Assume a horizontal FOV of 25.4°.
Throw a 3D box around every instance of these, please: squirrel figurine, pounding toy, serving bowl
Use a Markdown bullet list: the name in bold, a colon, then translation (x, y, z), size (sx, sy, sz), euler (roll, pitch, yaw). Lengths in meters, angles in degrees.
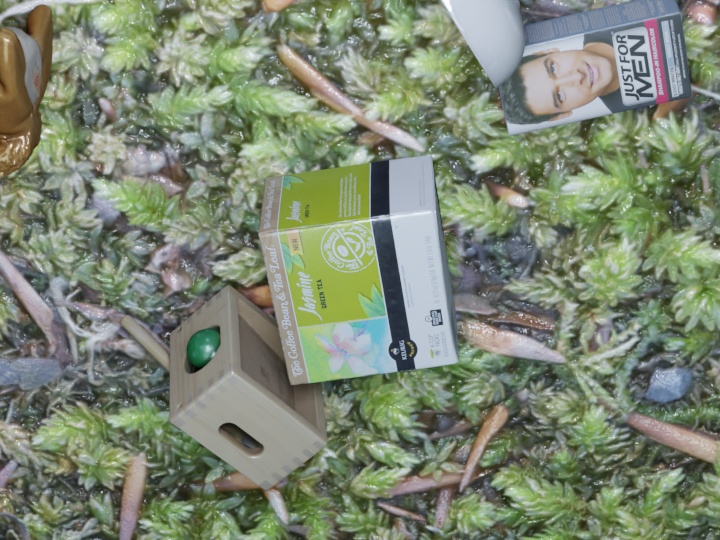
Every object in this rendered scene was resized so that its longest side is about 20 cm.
- **squirrel figurine**: translation (-0.428, -0.192, 1.670), size (0.184, 0.142, 0.202), euler (6, 118, 5)
- **pounding toy**: translation (-0.160, 0.125, 1.838), size (0.142, 0.185, 0.200), euler (-38, 122, 20)
- **serving bowl**: translation (0.108, -0.282, 1.575), size (0.065, 0.201, 0.201), euler (-32, 116, 8)

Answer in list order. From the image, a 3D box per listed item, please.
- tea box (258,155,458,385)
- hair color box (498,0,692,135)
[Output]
- **tea box**: translation (0.000, 0.000, 1.775), size (0.194, 0.134, 0.202), euler (-8, 120, 6)
- **hair color box**: translation (0.242, -0.217, 1.686), size (0.198, 0.061, 0.100), euler (-11, 120, 8)
